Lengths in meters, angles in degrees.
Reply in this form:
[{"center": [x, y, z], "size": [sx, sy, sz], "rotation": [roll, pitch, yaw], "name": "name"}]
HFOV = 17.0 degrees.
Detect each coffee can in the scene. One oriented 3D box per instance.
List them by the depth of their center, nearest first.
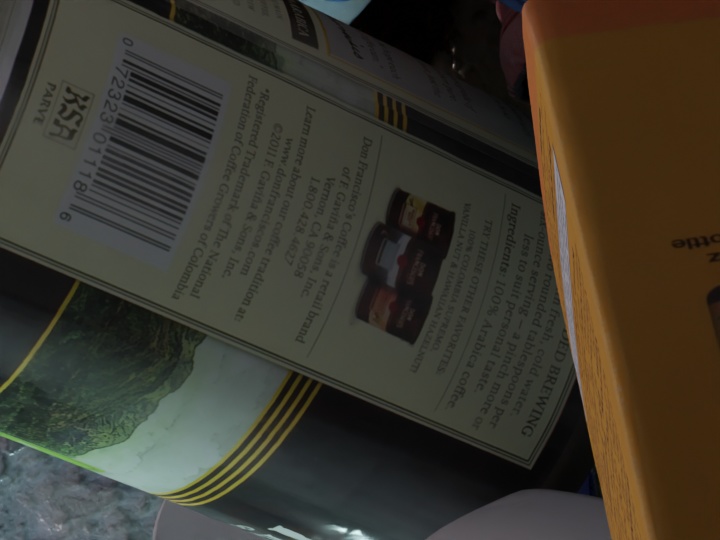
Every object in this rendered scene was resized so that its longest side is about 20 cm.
[{"center": [-0.041, -0.008, 0.674], "size": [0.146, 0.199, 0.147], "rotation": [-46, 30, 38], "name": "coffee can"}]

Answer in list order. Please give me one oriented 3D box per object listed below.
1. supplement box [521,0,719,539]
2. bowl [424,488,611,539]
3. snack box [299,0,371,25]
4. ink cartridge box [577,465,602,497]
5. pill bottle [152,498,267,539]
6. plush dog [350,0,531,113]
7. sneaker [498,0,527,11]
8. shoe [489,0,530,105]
[{"center": [0.071, 0.024, 0.407], "size": [0.200, 0.066, 0.069], "rotation": [-95, -3, -56], "name": "supplement box"}, {"center": [0.054, 0.160, 0.565], "size": [0.200, 0.074, 0.201], "rotation": [-168, 71, -67], "name": "bowl"}, {"center": [-0.031, -0.171, 0.768], "size": [0.142, 0.053, 0.201], "rotation": [137, 132, -56], "name": "snack box"}, {"center": [0.085, 0.113, 0.750], "size": [0.200, 0.076, 0.137], "rotation": [84, 179, -57], "name": "ink cartridge box"}, {"center": [-0.029, 0.156, 1.020], "size": [0.200, 0.115, 0.116], "rotation": [82, -179, -59], "name": "pill bottle"}, {"center": [0.034, -0.091, 0.887], "size": [0.200, 0.160, 0.172], "rotation": [47, -163, -35], "name": "plush dog"}, {"center": [0.056, -0.162, 0.582], "size": [0.085, 0.077, 0.201], "rotation": [-71, -16, -66], "name": "sneaker"}, {"center": [0.060, -0.086, 0.715], "size": [0.200, 0.071, 0.091], "rotation": [98, 169, -81], "name": "shoe"}]
